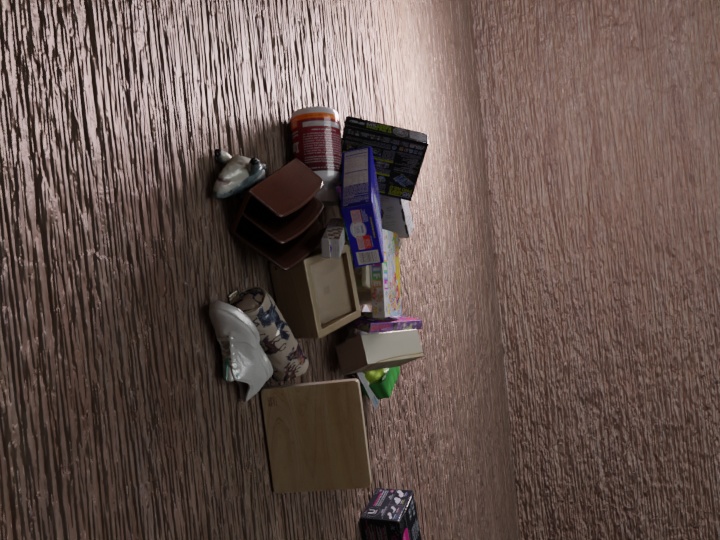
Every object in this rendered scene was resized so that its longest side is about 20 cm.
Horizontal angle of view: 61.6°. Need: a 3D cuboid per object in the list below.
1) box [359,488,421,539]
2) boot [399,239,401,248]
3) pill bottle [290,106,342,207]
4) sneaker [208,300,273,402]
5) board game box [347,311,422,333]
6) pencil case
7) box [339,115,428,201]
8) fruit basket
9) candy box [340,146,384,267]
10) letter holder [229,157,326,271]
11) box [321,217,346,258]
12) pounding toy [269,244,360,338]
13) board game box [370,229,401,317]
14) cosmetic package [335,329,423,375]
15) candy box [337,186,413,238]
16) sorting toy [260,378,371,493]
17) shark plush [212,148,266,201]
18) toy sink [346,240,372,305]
[{"bbox_3d":[0.083,0.685,1.545,0.132,0.112,0.206,-36,119,-63],"label":"box"},{"bbox_3d":[0.054,-0.165,1.701,0.201,0.070,0.186,59,21,-54],"label":"boot"},{"bbox_3d":[-0.096,-0.248,1.340,0.112,0.110,0.207,1,84,-65],"label":"pill bottle"},{"bbox_3d":[-0.218,0.147,1.055,0.089,0.074,0.203,-54,136,-38],"label":"sneaker"},{"bbox_3d":[0.050,0.127,1.508,0.197,0.118,0.033,2,102,-46],"label":"board game box"},{"bbox_3d":[-0.173,0.120,1.133,0.079,0.087,0.203,-58,136,-37],"label":"pencil case"},{"bbox_3d":[0.044,-0.257,1.399,0.045,0.194,0.163,-85,-172,-48],"label":"box"},{"bbox_3d":[0.022,0.224,1.564,0.203,0.092,0.186,58,33,-18],"label":"fruit basket"},{"bbox_3d":[0.005,-0.142,1.335,0.203,0.075,0.172,-89,170,-46],"label":"candy box"},{"bbox_3d":[-0.133,-0.109,1.167,0.141,0.101,0.200,36,34,2],"label":"letter holder"},{"bbox_3d":[-0.053,-0.070,1.253,0.201,0.037,0.043,-80,172,-73],"label":"box"},{"bbox_3d":[-0.093,0.052,1.295,0.198,0.139,0.190,-22,105,-53],"label":"pounding toy"},{"bbox_3d":[0.061,0.009,1.461,0.134,0.033,0.207,4,83,-69],"label":"board game box"},{"bbox_3d":[0.049,0.195,1.458,0.196,0.103,0.075,-2,70,-42],"label":"cosmetic package"},{"bbox_3d":[0.035,-0.178,1.543,0.072,0.163,0.205,-57,136,-60],"label":"candy box"},{"bbox_3d":[-0.081,0.316,1.178,0.070,0.192,0.207,-25,108,-80],"label":"sorting toy"},{"bbox_3d":[-0.224,-0.170,1.148,0.200,0.088,0.086,-33,136,-84],"label":"shark plush"},{"bbox_3d":[0.000,0.000,1.503,0.200,0.109,0.135,34,55,-65],"label":"toy sink"}]
